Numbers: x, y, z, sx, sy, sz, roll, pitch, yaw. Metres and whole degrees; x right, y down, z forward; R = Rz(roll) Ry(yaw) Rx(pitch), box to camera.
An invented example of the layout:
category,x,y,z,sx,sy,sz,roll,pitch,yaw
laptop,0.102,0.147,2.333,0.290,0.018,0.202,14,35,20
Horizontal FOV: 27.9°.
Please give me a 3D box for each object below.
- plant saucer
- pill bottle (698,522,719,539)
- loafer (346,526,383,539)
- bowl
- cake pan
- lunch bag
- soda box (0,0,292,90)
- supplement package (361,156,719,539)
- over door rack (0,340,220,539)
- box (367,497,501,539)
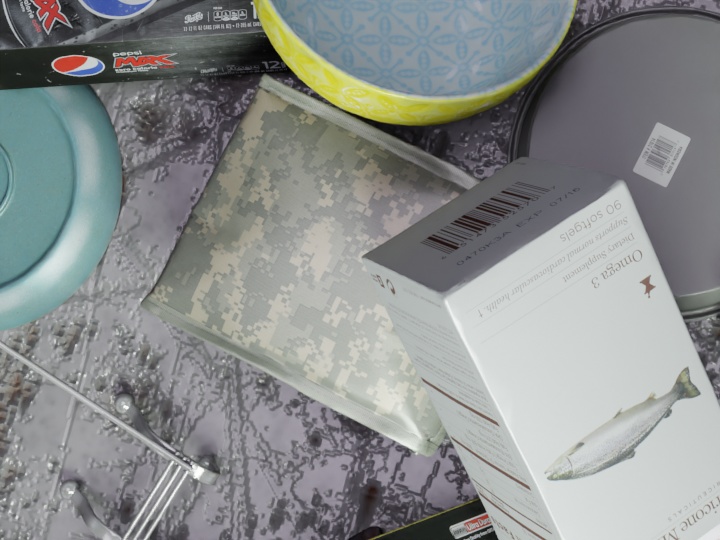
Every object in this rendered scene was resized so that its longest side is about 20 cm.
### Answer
category,x,y,z,sx,sy,sz,roll,pitch,yaw
plant saucer,-0.259,-0.059,0.974,0.199,0.027,0.201,-1,85,9
pill bottle,0.229,0.229,0.827,0.108,0.109,0.201,-19,82,8
loafer,0.050,0.242,0.878,0.063,0.072,0.200,-44,78,-2
bowl,0.022,-0.164,0.882,0.199,0.108,0.201,4,66,-10
cake pan,0.188,-0.068,0.894,0.199,0.037,0.202,-1,85,10
lunch bag,0.000,0.000,0.880,0.199,0.118,0.165,28,90,15
soda box,-0.145,-0.162,0.928,0.199,0.071,0.064,-4,75,3
supplement package,0.107,0.057,0.786,0.117,0.117,0.201,-32,110,-14
over door rack,-0.210,0.132,0.921,0.199,0.067,0.148,32,91,-10
box,0.044,0.223,0.810,0.049,0.199,0.160,-40,69,40
